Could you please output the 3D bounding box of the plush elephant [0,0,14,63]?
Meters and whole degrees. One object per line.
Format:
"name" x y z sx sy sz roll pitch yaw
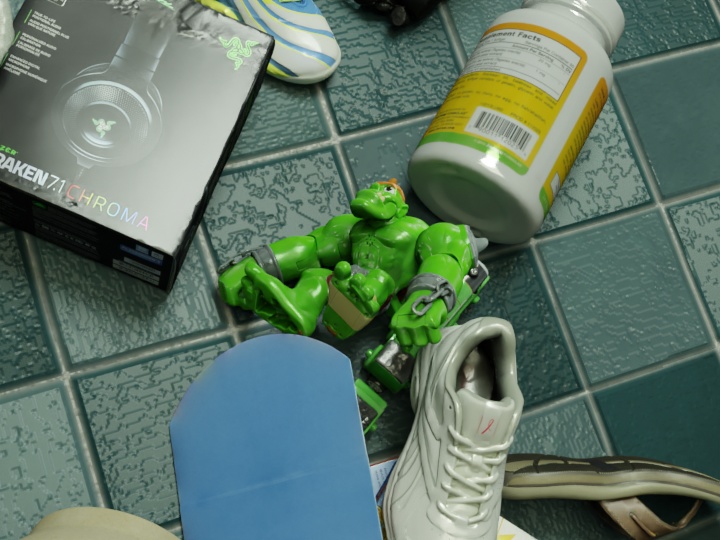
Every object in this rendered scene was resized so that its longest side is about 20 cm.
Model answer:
"plush elephant" -0.323 -0.161 0.790 0.164 0.200 0.155 -12 72 -23

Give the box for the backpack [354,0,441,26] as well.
"backpack" 0.020 -0.321 0.948 0.200 0.167 0.127 45 50 7

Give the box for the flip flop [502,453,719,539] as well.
"flip flop" 0.189 0.169 0.869 0.199 0.081 0.058 4 90 -10

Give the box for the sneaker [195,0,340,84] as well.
"sneaker" -0.089 -0.232 0.911 0.200 0.105 0.076 43 70 3

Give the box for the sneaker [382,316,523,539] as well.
"sneaker" 0.065 0.119 0.781 0.078 0.099 0.201 9 68 -11

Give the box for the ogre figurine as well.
"ogre figurine" 0.000 0.000 0.842 0.120 0.200 0.098 -38 103 -38

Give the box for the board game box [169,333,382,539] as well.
"board game box" -0.052 0.146 0.813 0.158 0.039 0.201 -20 71 27

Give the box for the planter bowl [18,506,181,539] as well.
"planter bowl" -0.166 0.232 0.721 0.200 0.200 0.135 21 43 -5

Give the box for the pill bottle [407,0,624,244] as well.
"pill bottle" 0.128 -0.130 0.924 0.111 0.111 0.200 31 69 -2

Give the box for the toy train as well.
"toy train" 0.030 0.062 0.873 0.042 0.056 0.200 40 70 2

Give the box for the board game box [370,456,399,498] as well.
"board game box" 0.050 0.231 0.845 0.103 0.019 0.201 -14 77 -15

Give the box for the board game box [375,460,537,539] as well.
"board game box" 0.078 0.239 0.820 0.200 0.034 0.136 32 69 -1

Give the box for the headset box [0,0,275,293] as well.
"headset box" -0.175 -0.115 0.863 0.174 0.093 0.200 24 69 -5
